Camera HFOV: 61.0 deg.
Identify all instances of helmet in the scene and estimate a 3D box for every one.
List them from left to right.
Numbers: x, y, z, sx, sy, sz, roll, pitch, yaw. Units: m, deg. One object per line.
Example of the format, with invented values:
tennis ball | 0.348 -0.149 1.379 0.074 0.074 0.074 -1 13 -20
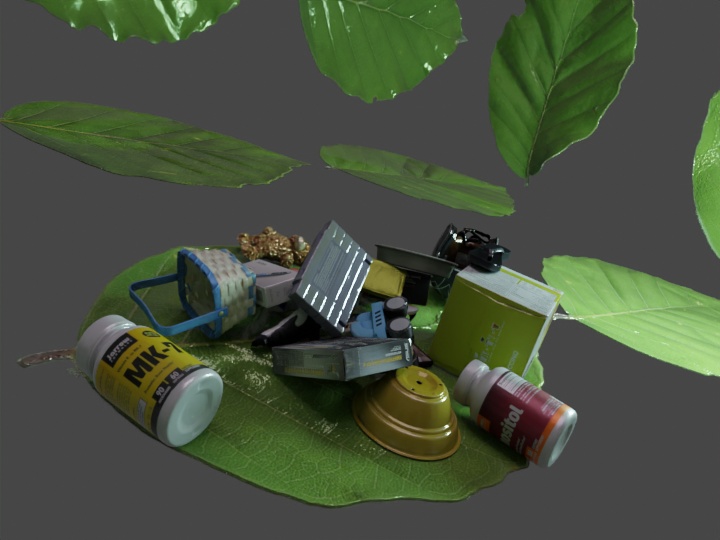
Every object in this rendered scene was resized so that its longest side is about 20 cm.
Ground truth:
helmet | 0.268 -0.006 1.598 0.196 0.194 0.200 17 -15 5

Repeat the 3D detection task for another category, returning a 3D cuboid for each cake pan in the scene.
cake pan | 0.123 -0.020 1.393 0.196 0.037 0.200 14 1 0

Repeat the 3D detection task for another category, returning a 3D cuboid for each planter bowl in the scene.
planter bowl | 0.089 0.221 1.039 0.197 0.085 0.201 15 20 -6

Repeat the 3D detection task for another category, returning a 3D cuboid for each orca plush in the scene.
orca plush | -0.106 0.109 1.152 0.071 0.106 0.199 45 38 19

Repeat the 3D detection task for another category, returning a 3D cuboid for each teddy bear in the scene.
teddy bear | -0.211 -0.060 1.528 0.196 0.068 0.146 12 24 -12

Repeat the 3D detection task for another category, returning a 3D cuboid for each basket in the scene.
basket | -0.295 0.045 1.099 0.197 0.142 0.176 -12 33 -35

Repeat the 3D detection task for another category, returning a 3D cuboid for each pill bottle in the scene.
pill bottle | -0.303 0.150 0.867 0.198 0.116 0.114 26 22 23
pill bottle | 0.267 0.245 1.077 0.198 0.115 0.112 30 24 32

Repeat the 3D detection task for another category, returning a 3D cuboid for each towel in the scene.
towel | 0.000 0.000 1.304 0.196 0.018 0.087 20 59 -1

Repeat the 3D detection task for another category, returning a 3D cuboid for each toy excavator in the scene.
toy excavator | 0.003 0.117 1.193 0.196 0.101 0.196 -11 33 3

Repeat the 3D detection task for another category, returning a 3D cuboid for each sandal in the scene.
sandal | 0.078 0.101 1.322 0.077 0.061 0.207 9 -2 -1
sandal | 0.284 -0.041 1.336 0.075 0.044 0.200 23 20 16

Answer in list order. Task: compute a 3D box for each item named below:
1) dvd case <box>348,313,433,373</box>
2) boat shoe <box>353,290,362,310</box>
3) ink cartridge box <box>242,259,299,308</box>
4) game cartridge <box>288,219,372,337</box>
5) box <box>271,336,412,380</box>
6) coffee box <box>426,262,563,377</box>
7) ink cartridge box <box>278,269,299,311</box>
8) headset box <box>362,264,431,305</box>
dvd case | 0.042 0.147 1.278 0.141 0.018 0.200 0 27 -37
boat shoe | -0.048 0.010 1.362 0.073 0.069 0.202 4 41 -18
ink cartridge box | -0.161 0.013 1.231 0.174 0.046 0.199 -17 19 -33
game cartridge | -0.055 0.011 1.172 0.129 0.038 0.202 40 47 -18
box | -0.033 0.148 1.048 0.157 0.049 0.198 -4 -1 -43
coffee box | 0.284 0.116 1.287 0.197 0.203 0.197 25 22 20
ink cartridge box | -0.122 0.038 1.385 0.093 0.045 0.198 34 26 33
headset box | 0.064 0.028 1.426 0.146 0.077 0.200 9 2 -19
